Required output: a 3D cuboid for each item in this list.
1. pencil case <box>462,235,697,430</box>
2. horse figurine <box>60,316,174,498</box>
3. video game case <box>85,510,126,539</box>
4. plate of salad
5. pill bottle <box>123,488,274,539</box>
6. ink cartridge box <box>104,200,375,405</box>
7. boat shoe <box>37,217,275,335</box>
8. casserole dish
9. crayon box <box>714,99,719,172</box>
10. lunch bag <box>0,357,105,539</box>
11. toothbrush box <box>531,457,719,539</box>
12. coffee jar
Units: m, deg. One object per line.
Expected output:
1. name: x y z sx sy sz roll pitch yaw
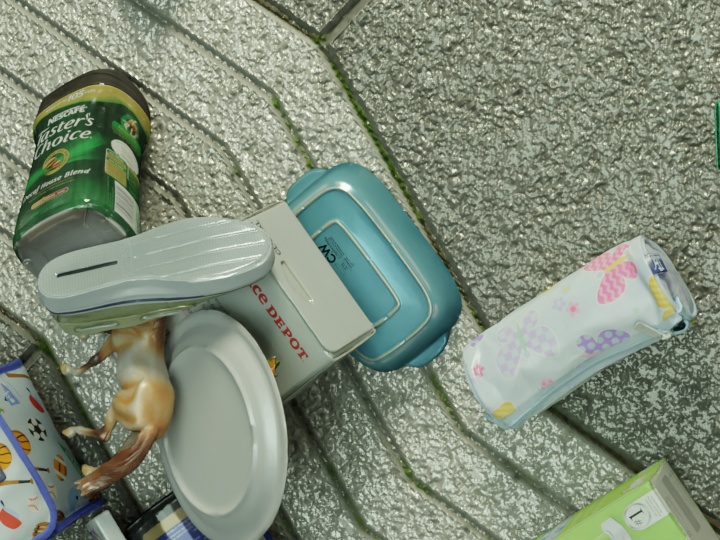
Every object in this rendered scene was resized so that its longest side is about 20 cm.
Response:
1. pencil case: 0.182 0.054 1.557 0.199 0.083 0.091 -32 65 21
2. horse figurine: -0.201 0.096 1.593 0.132 0.050 0.201 -25 56 32
3. video game case: -0.190 0.311 1.703 0.018 0.143 0.201 -30 87 -14
4. plate of salad: -0.112 0.132 1.574 0.199 0.048 0.202 13 106 51
5. pill bottle: -0.115 0.284 1.680 0.112 0.112 0.201 -37 86 20
6. ink cartridge box: -0.106 0.057 1.634 0.200 0.083 0.146 -38 85 34
7. boat shoe: -0.165 0.006 1.545 0.199 0.062 0.072 -9 51 6
8. casserole dish: 0.000 0.000 1.636 0.121 0.039 0.200 -39 84 20
9. crayon box: 0.381 -0.113 1.444 0.199 0.119 0.059 -1 98 19
10. lunch bag: -0.344 0.187 1.697 0.124 0.200 0.171 -33 86 20
11. toothbrush box: 0.211 0.277 1.580 0.200 0.086 0.146 -36 86 19
12. coffee jar: -0.239 -0.085 1.628 0.104 0.201 0.085 -27 128 21
